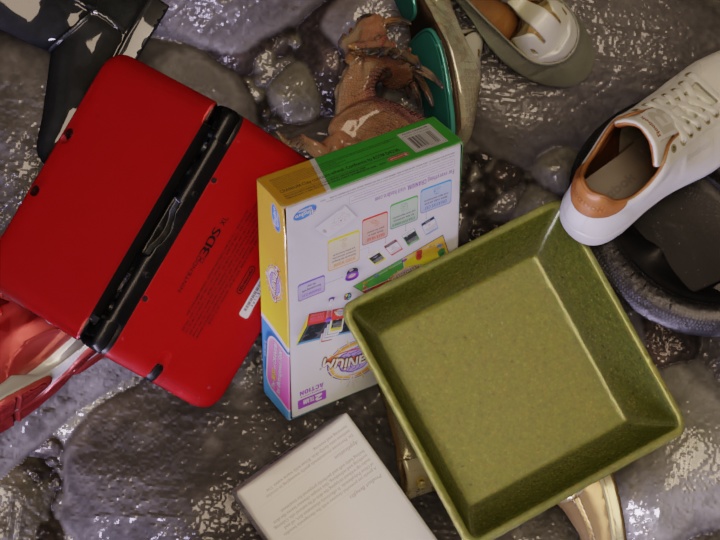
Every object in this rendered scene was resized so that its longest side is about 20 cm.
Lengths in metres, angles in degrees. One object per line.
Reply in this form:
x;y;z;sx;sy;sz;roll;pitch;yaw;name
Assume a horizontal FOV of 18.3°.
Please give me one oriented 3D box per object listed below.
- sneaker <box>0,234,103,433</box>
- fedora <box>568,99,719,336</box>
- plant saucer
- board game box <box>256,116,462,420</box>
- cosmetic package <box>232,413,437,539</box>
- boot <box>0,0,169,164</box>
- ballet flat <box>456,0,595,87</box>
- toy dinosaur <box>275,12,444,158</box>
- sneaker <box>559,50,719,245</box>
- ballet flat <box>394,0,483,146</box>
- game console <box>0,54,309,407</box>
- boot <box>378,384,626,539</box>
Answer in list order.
-0.271;0.047;1.681;0.200;0.078;0.116;-34;80;-21;sneaker
0.254;-0.034;1.724;0.200;0.092;0.201;0;72;1;fedora
0.109;0.078;1.652;0.199;0.048;0.200;-26;82;-20;plant saucer
0.000;0.000;1.641;0.153;0.200;0.040;-20;42;-25;board game box
0.002;0.218;1.679;0.107;0.085;0.200;-34;89;-8;cosmetic package
-0.271;-0.188;1.699;0.200;0.066;0.165;31;73;-6;boot
0.116;-0.204;1.712;0.200;0.064;0.067;40;87;-25;ballet flat
0.029;-0.097;1.704;0.135;0.086;0.200;-39;87;1;toy dinosaur
0.232;-0.101;1.653;0.073;0.085;0.200;41;72;15;sneaker
0.065;-0.195;1.741;0.062;0.067;0.201;-17;87;-21;ballet flat
-0.146;-0.029;1.653;0.172;0.119;0.200;32;88;-32;game console
0.109;0.156;1.703;0.155;0.073;0.200;-19;85;-9;boot
